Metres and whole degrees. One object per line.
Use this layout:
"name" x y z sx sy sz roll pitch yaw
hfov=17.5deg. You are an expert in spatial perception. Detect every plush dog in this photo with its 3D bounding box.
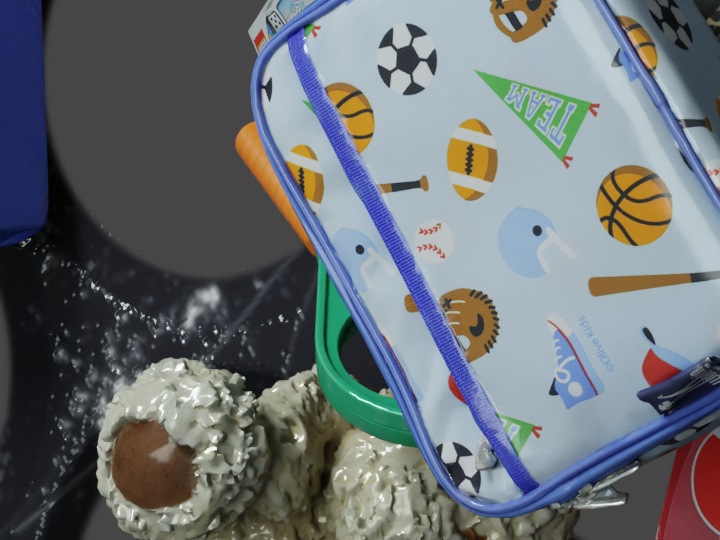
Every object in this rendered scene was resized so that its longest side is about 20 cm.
"plush dog" 0.006 0.100 0.960 0.171 0.161 0.200 -9 110 15

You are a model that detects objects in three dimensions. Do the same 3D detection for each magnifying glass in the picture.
"magnifying glass" 0.000 0.000 0.914 0.200 0.079 0.022 -126 24 -44

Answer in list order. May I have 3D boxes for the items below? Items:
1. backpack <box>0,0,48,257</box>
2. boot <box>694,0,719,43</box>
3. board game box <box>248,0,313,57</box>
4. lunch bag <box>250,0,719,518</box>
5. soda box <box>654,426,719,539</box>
"backpack" -0.266 -0.087 1.089 0.200 0.168 0.163 -5 81 35
"boot" 0.150 -0.116 0.857 0.200 0.073 0.151 -47 31 15
"board game box" 0.019 -0.085 0.927 0.126 0.035 0.200 66 155 12
"lunch bag" 0.057 -0.018 0.786 0.160 0.076 0.200 -31 80 30
"soda box" 0.166 0.049 0.882 0.063 0.070 0.200 18 98 33
